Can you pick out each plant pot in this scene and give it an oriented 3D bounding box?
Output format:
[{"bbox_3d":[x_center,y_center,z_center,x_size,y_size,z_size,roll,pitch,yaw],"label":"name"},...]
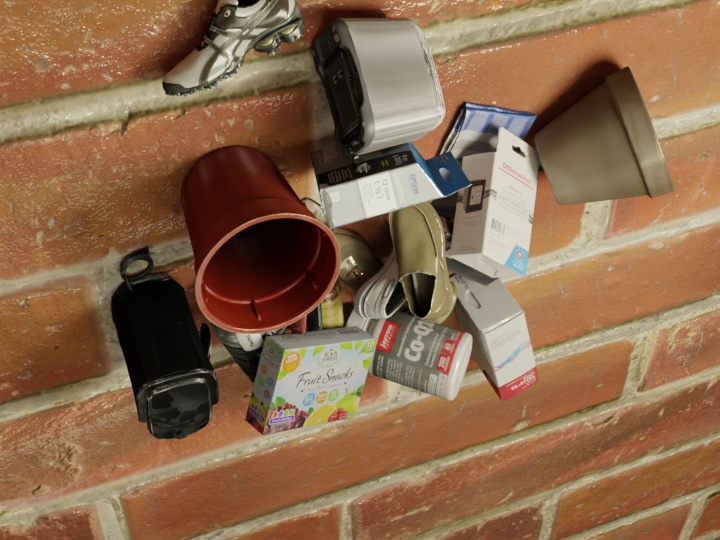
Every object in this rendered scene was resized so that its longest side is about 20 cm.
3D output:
[{"bbox_3d":[-0.152,-0.054,1.401,0.198,0.196,0.202,-15,134,-15],"label":"plant pot"},{"bbox_3d":[0.366,-0.187,1.583,0.172,0.202,0.200,-20,139,15],"label":"plant pot"}]

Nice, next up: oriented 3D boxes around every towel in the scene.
[{"bbox_3d":[0.179,-0.164,1.604,0.145,0.024,0.201,3,127,-31],"label":"towel"}]

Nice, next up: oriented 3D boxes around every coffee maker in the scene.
[{"bbox_3d":[-0.291,0.113,1.477,0.134,0.201,0.193,-29,137,-1],"label":"coffee maker"}]

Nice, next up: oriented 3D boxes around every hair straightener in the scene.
[{"bbox_3d":[-0.070,-0.008,1.546,0.076,0.041,0.203,-6,97,-45],"label":"hair straightener"}]

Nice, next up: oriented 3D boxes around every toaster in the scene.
[{"bbox_3d":[0.027,-0.237,1.344,0.128,0.202,0.114,-14,173,-24],"label":"toaster"}]

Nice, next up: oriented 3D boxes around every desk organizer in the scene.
[{"bbox_3d":[0.160,-0.046,1.636,0.071,0.078,0.199,-33,146,30],"label":"desk organizer"}]

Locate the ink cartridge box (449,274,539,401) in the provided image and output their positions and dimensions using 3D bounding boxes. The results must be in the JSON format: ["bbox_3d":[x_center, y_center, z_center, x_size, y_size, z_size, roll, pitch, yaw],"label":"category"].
[{"bbox_3d":[0.231,0.105,1.787,0.082,0.146,0.201,-26,137,-5],"label":"ink cartridge box"}]

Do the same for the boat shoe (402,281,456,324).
[{"bbox_3d":[0.095,0.091,1.766,0.064,0.074,0.201,16,123,-20],"label":"boat shoe"}]

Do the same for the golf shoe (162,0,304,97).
[{"bbox_3d":[-0.170,-0.293,1.276,0.199,0.078,0.095,-31,120,-2],"label":"golf shoe"}]

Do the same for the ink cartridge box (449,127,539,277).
[{"bbox_3d":[0.207,-0.102,1.567,0.066,0.203,0.115,-5,160,43],"label":"ink cartridge box"}]

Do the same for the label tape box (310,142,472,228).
[{"bbox_3d":[0.038,-0.136,1.399,0.198,0.144,0.067,-17,117,0],"label":"label tape box"}]

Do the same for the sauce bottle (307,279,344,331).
[{"bbox_3d":[-0.058,0.090,1.681,0.065,0.066,0.201,-16,137,-14],"label":"sauce bottle"}]

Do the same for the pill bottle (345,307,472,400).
[{"bbox_3d":[0.074,0.129,1.683,0.198,0.114,0.115,17,133,14],"label":"pill bottle"}]

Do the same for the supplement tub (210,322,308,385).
[{"bbox_3d":[-0.154,0.091,1.586,0.122,0.123,0.201,-29,137,0],"label":"supplement tub"}]

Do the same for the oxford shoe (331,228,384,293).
[{"bbox_3d":[0.000,0.000,1.619,0.070,0.075,0.199,-42,135,14],"label":"oxford shoe"}]

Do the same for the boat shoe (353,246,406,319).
[{"bbox_3d":[0.071,0.011,1.607,0.200,0.066,0.074,-50,135,-30],"label":"boat shoe"}]

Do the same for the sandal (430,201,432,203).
[{"bbox_3d":[0.052,-0.147,1.514,0.079,0.059,0.206,-40,129,14],"label":"sandal"}]

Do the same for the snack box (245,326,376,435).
[{"bbox_3d":[-0.074,0.166,1.581,0.199,0.053,0.144,-4,114,-47],"label":"snack box"}]

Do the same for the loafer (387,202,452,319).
[{"bbox_3d":[0.088,-0.017,1.521,0.075,0.067,0.202,-12,104,27],"label":"loafer"}]
